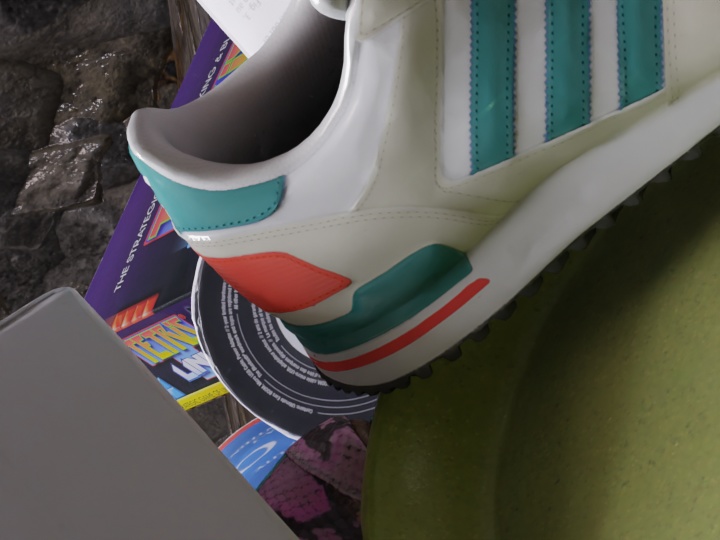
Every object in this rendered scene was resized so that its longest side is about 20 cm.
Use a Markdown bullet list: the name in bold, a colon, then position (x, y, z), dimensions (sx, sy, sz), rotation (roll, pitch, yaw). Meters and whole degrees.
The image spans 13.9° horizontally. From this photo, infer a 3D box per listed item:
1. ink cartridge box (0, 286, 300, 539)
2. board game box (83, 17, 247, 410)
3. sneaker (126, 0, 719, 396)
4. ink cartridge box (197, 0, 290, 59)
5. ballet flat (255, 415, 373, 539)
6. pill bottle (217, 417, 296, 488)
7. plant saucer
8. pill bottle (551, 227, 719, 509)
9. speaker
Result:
- **ink cartridge box**: position (-0.053, 0.121, 0.694), dimensions (0.145, 0.084, 0.200), rotation (45, 157, 23)
- **board game box**: position (-0.025, -0.054, 1.145), dimensions (0.165, 0.057, 0.201), rotation (-23, 39, 55)
- **sneaker**: position (0.034, -0.064, 0.641), dimensions (0.093, 0.200, 0.070), rotation (38, -162, -28)
- **ink cartridge box**: position (0.020, -0.118, 0.759), dimensions (0.200, 0.161, 0.050), rotation (48, -154, 20)
- **ballet flat**: position (0.042, 0.124, 0.717), dimensions (0.200, 0.071, 0.069), rotation (47, -177, -2)
- **pill bottle**: position (0.006, 0.101, 0.846), dimensions (0.200, 0.111, 0.113), rotation (-154, 54, -80)
- **plant saucer**: position (0.081, 0.009, 0.618), dimensions (0.031, 0.200, 0.200), rotation (38, -163, -29)
- **pill bottle**: position (0.097, 0.051, 0.697), dimensions (0.200, 0.110, 0.112), rotation (-112, 14, -58)
- **speaker**: position (0.000, 0.000, 0.901), dimensions (0.200, 0.081, 0.082), rotation (-48, -51, -83)
